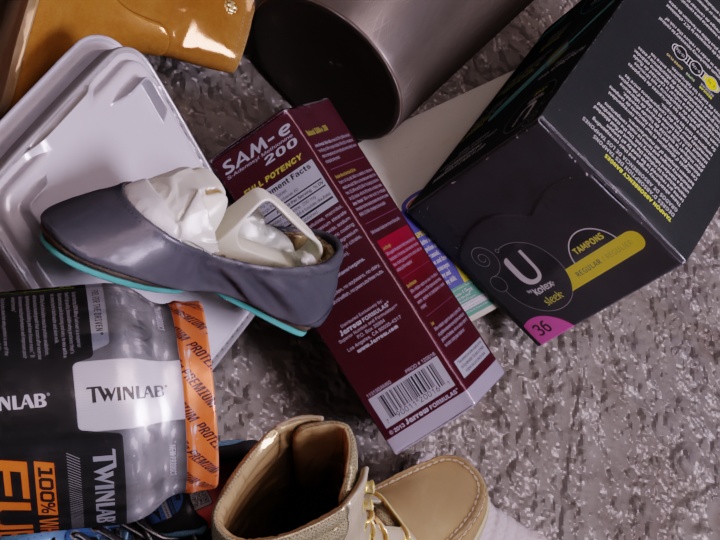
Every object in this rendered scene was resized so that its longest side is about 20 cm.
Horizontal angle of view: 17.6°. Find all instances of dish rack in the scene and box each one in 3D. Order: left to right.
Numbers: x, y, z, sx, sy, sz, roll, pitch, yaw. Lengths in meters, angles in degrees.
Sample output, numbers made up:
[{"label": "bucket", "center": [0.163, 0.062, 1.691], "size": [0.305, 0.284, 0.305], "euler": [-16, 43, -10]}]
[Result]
[{"label": "dish rack", "center": [-0.127, -0.012, 1.273], "size": [0.172, 0.043, 0.201], "euler": [-52, 125, -37]}]

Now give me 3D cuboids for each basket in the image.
[{"label": "basket", "center": [0.033, -0.187, 1.446], "size": [0.135, 0.181, 0.200], "euler": [23, 57, 27]}]

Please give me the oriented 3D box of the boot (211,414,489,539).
[{"label": "boot", "center": [-0.003, 0.130, 1.254], "size": [0.199, 0.156, 0.073], "euler": [-30, 56, -27]}]

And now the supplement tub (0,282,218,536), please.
[{"label": "supplement tub", "center": [-0.174, 0.071, 1.160], "size": [0.199, 0.123, 0.123], "euler": [-6, 71, -7]}]

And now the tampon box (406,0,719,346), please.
[{"label": "tampon box", "center": [0.154, -0.081, 1.438], "size": [0.126, 0.150, 0.200], "euler": [44, 53, -9]}]

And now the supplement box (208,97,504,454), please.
[{"label": "supplement box", "center": [0.000, 0.000, 1.359], "size": [0.201, 0.061, 0.109], "euler": [58, 15, 1]}]

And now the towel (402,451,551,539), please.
[{"label": "towel", "center": [0.048, 0.214, 1.344], "size": [0.132, 0.034, 0.201], "euler": [37, 54, -16]}]

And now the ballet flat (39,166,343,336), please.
[{"label": "ballet flat", "center": [-0.081, -0.020, 1.232], "size": [0.199, 0.073, 0.074], "euler": [19, 59, -45]}]

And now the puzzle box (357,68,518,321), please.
[{"label": "puzzle box", "center": [0.078, -0.046, 1.484], "size": [0.199, 0.025, 0.134], "euler": [-26, 86, -38]}]

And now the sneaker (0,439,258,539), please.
[{"label": "sneaker", "center": [-0.125, 0.134, 1.227], "size": [0.199, 0.090, 0.079], "euler": [-29, 87, -38]}]

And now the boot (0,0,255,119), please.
[{"label": "boot", "center": [-0.135, -0.145, 1.357], "size": [0.143, 0.071, 0.202], "euler": [26, 53, -21]}]
